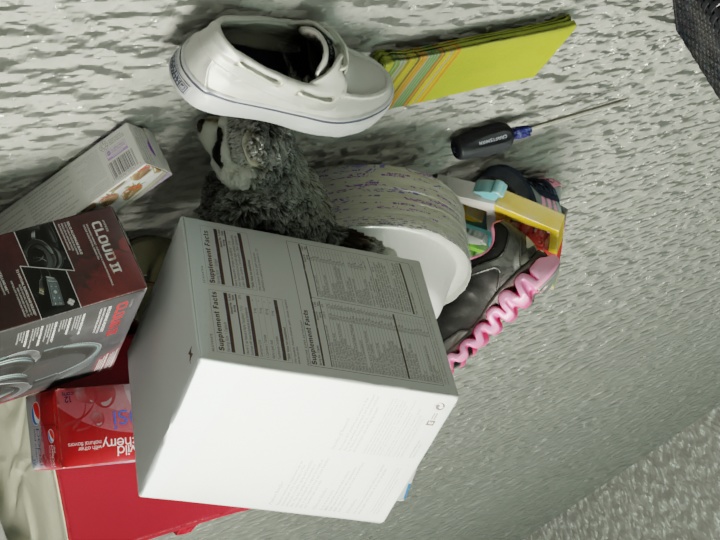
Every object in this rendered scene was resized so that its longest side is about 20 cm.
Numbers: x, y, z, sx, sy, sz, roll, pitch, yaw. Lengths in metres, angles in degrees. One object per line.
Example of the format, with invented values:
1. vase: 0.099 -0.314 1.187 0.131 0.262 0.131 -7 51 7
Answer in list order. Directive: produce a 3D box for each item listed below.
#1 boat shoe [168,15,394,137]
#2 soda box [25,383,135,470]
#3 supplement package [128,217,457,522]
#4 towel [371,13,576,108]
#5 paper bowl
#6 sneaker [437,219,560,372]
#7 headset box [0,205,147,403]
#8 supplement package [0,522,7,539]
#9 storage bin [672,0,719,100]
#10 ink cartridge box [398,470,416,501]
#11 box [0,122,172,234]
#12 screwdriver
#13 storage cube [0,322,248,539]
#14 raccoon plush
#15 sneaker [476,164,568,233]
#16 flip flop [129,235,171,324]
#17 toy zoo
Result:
1. boat shoe: -0.041 -0.146 1.028 0.199 0.072 0.066 5 149 -42
2. soda box: -0.169 0.124 1.190 0.199 0.064 0.070 -2 173 -34
3. supplement package: -0.058 0.078 1.101 0.199 0.151 0.152 10 129 -22
4. towel: 0.082 -0.170 1.197 0.199 0.018 0.086 -16 163 -30
5. paper bowl: 0.000 0.000 1.296 0.199 0.105 0.201 -5 153 -2
6. sneaker: 0.094 0.032 1.385 0.200 0.095 0.079 -42 173 2
7. headset box: -0.256 0.036 1.072 0.199 0.078 0.149 -16 160 -28
8. supplement package: -0.412 0.233 1.302 0.150 0.201 0.152 -16 158 -25
9. storage bin: 0.349 -0.237 1.245 0.135 0.094 0.200 -28 159 6
10. ink cartridge box: -0.025 0.124 1.473 0.143 0.201 0.147 -3 158 -4
11. box: -0.233 -0.039 1.090 0.199 0.042 0.039 -34 160 16
12. screwdriver: 0.175 -0.135 1.366 0.199 0.029 0.028 -13 157 -21
13. storage cube: -0.225 0.151 1.294 0.179 0.202 0.171 -10 179 -35
14. raccoon plush: -0.038 -0.071 1.132 0.199 0.097 0.134 11 146 -22
15. sneaker: 0.171 -0.075 1.496 0.082 0.070 0.200 -53 157 -9
16. flip flop: -0.127 0.034 1.240 0.057 0.200 0.081 -15 -136 59
17. toy zoo: 0.138 -0.042 1.444 0.200 0.130 0.021 75 35 -70
